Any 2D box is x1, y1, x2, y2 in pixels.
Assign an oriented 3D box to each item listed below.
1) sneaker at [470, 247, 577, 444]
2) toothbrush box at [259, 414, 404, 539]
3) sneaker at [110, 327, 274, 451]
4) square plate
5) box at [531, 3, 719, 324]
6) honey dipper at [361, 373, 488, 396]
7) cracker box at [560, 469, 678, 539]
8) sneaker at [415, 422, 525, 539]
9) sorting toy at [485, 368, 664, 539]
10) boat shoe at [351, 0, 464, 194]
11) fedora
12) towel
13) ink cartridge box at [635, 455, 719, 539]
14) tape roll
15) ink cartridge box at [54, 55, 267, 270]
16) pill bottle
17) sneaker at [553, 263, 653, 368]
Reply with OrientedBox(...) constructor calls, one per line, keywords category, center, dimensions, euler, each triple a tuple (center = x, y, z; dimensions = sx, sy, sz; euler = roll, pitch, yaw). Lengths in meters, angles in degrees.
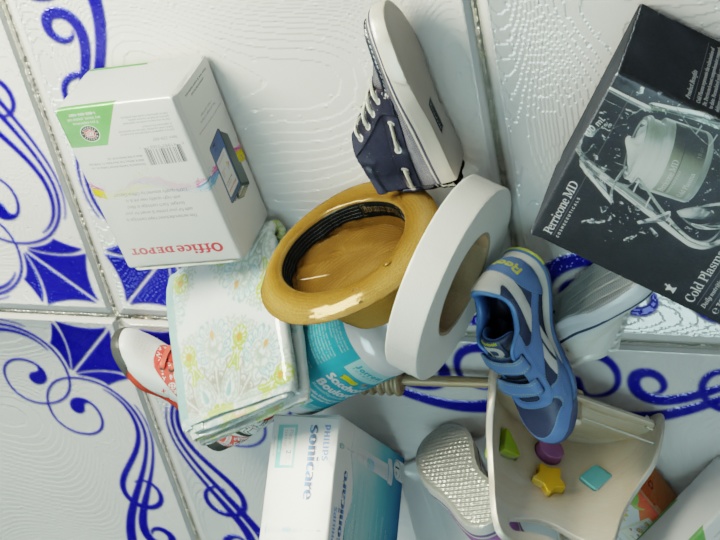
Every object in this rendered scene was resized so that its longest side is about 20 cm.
OrientedBox(category="sneaker", center=(0.155, 0.083, 1.534), dimensions=(0.073, 0.082, 0.202), euler=(-5, 108, 45))
OrientedBox(category="toothbrush box", center=(-0.028, 0.254, 1.729), dimensions=(0.084, 0.148, 0.200), euler=(-1, 161, 22))
OrientedBox(category="sneaker", center=(-0.185, 0.120, 1.793), dimensions=(0.107, 0.068, 0.201), euler=(-27, 118, 36))
OrientedBox(category="square plate", center=(0.144, 0.289, 1.752), dimensions=(0.197, 0.028, 0.202), euler=(-26, 72, 36))
OrientedBox(category="box", center=(0.285, -0.093, 1.383), dimensions=(0.195, 0.124, 0.201), euler=(26, 133, 3))
OrientedBox(category="honey dipper", center=(0.095, 0.120, 1.697), dimensions=(0.198, 0.038, 0.038), euler=(0, 128, 20))
OrientedBox(category="cracker box", center=(0.262, 0.287, 1.752), dimensions=(0.199, 0.058, 0.134), euler=(-27, 113, 36))
OrientedBox(category="sneaker", center=(0.126, 0.257, 1.705), dimensions=(0.072, 0.201, 0.115), euler=(-32, 122, 3))
OrientedBox(category="sorting toy", center=(0.200, 0.212, 1.613), dimensions=(0.198, 0.181, 0.107), euler=(20, 140, -9))
OrientedBox(category="boat shoe", center=(0.023, -0.154, 1.469), dimensions=(0.092, 0.075, 0.201), euler=(-12, 123, 22))
OrientedBox(category="fedora", center=(0.000, 0.000, 1.539), dimensions=(0.199, 0.202, 0.082), euler=(-12, 131, 30))
OrientedBox(category="towel", center=(-0.130, 0.068, 1.658), dimensions=(0.170, 0.202, 0.048), euler=(-24, 157, 35))
OrientedBox(category="ink cartridge box", center=(0.408, 0.323, 1.660), dimensions=(0.146, 0.084, 0.200), euler=(-45, 107, 2))
OrientedBox(category="tape roll", center=(0.086, 0.007, 1.493), dimensions=(0.037, 0.203, 0.204), euler=(24, 134, 16))
OrientedBox(category="ink cartridge box", center=(-0.199, -0.107, 1.593), dimensions=(0.144, 0.088, 0.202), euler=(-4, 125, 25))
OrientedBox(category="pill bottle", center=(-0.008, 0.072, 1.647), dimensions=(0.199, 0.111, 0.111), euler=(-28, 114, 38))
OrientedBox(category="sneaker", center=(0.237, 0.045, 1.561), dimensions=(0.070, 0.074, 0.200), euler=(32, 142, -19))
